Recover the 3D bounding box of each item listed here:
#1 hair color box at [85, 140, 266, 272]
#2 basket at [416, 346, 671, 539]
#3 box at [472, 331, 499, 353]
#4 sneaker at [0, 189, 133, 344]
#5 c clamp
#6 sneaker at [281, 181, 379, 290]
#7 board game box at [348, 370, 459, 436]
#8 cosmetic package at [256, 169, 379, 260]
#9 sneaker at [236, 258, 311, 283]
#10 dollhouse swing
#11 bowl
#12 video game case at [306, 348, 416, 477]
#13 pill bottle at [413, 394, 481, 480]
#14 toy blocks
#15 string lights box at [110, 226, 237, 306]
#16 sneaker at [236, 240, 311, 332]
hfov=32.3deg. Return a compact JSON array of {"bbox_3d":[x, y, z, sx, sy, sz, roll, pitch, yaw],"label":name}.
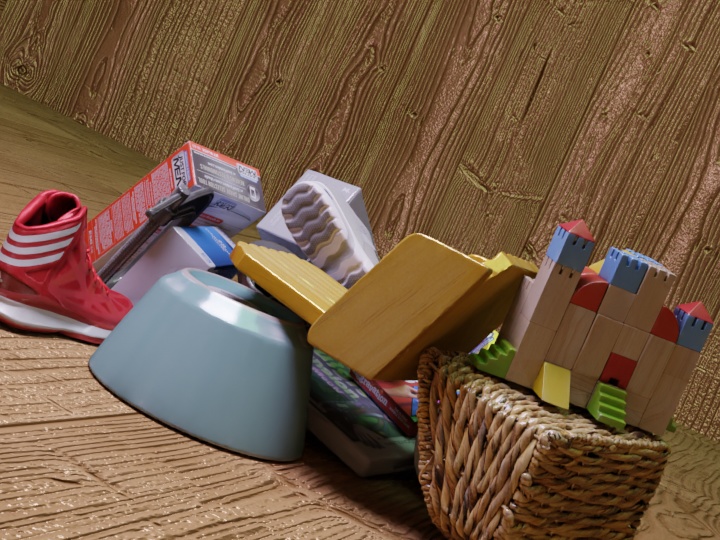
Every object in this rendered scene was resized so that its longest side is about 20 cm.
[{"bbox_3d":[-0.216,-0.058,1.424,0.110,0.199,0.065,20,48,-45],"label":"hair color box"},{"bbox_3d":[0.130,0.165,1.022,0.199,0.144,0.148,12,15,-47],"label":"basket"},{"bbox_3d":[0.139,0.135,1.371,0.200,0.117,0.049,40,-29,32],"label":"box"},{"bbox_3d":[-0.246,-0.003,1.106,0.078,0.117,0.200,26,5,18],"label":"sneaker"},{"bbox_3d":[-0.220,-0.026,1.231,0.027,0.200,0.171,48,31,2],"label":"c clamp"},{"bbox_3d":[0.000,0.000,1.216,0.082,0.074,0.202,-24,90,-61],"label":"sneaker"},{"bbox_3d":[0.091,0.126,1.257,0.198,0.020,0.103,4,27,-43],"label":"board game box"},{"bbox_3d":[-0.039,-0.004,1.448,0.089,0.107,0.201,20,-36,33],"label":"cosmetic package"},{"bbox_3d":[-0.085,0.018,1.312,0.105,0.200,0.075,26,-31,28],"label":"sneaker"},{"bbox_3d":[0.023,-0.004,1.064,0.176,0.182,0.200,51,13,17],"label":"dollhouse swing"},{"bbox_3d":[-0.118,0.069,1.056,0.199,0.106,0.201,26,5,-2],"label":"bowl"},{"bbox_3d":[-0.012,0.124,1.200,0.199,0.024,0.181,37,17,30],"label":"video game case"},{"bbox_3d":[0.143,0.180,1.178,0.106,0.107,0.199,28,5,37],"label":"pill bottle"},{"bbox_3d":[0.201,0.042,1.009,0.198,0.138,0.100,21,10,-15],"label":"toy blocks"},{"bbox_3d":[-0.186,0.009,1.302,0.059,0.103,0.200,45,6,3],"label":"string lights box"},{"bbox_3d":[-0.084,0.005,1.209,0.200,0.076,0.083,-124,-169,-59],"label":"sneaker"}]
